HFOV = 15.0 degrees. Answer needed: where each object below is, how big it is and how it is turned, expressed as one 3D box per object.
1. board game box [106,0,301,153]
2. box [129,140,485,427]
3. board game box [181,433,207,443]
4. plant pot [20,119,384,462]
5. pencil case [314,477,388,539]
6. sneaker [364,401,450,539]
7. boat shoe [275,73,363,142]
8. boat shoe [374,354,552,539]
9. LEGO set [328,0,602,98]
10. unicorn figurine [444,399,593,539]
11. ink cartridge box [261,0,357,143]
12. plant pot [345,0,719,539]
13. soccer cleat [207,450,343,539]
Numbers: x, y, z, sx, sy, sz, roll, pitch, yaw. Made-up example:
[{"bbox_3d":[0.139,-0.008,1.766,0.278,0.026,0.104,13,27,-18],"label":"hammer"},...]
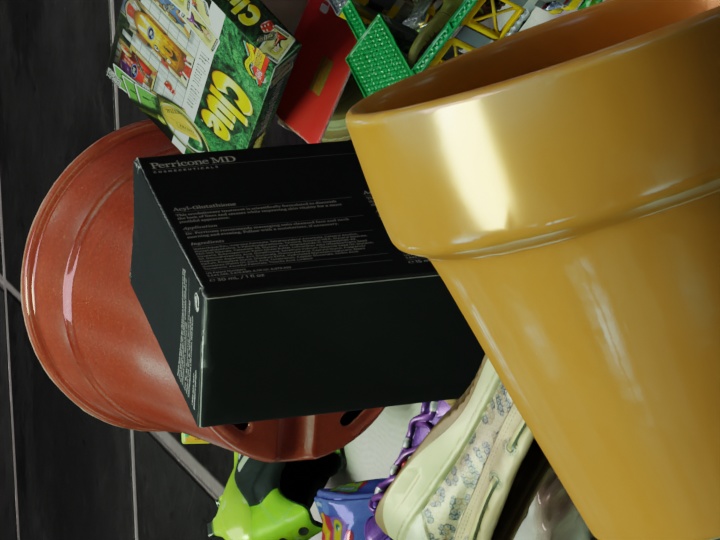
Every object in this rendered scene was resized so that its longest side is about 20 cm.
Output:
[{"bbox_3d":[-0.087,-0.113,1.466,0.105,0.023,0.200,44,160,6],"label":"board game box"},{"bbox_3d":[0.000,0.000,1.333,0.141,0.199,0.079,-119,29,-53],"label":"box"},{"bbox_3d":[-0.104,0.044,1.878,0.200,0.030,0.096,-91,0,-76],"label":"board game box"},{"bbox_3d":[-0.075,0.020,1.628,0.195,0.200,0.202,22,116,61],"label":"plant pot"},{"bbox_3d":[0.026,0.209,1.513,0.078,0.087,0.201,-7,89,54],"label":"pencil case"},{"bbox_3d":[0.042,0.110,1.428,0.081,0.083,0.201,-150,57,-69],"label":"sneaker"},{"bbox_3d":[-0.031,-0.122,1.619,0.201,0.073,0.063,-125,21,-55],"label":"boat shoe"},{"bbox_3d":[0.085,0.065,1.258,0.063,0.073,0.200,46,121,18],"label":"boat shoe"},{"bbox_3d":[0.066,-0.132,1.299,0.154,0.116,0.200,-57,35,15],"label":"LEGO set"},{"bbox_3d":[0.090,0.158,1.331,0.200,0.074,0.138,47,132,41],"label":"unicorn figurine"},{"bbox_3d":[-0.029,-0.186,1.509,0.201,0.045,0.176,-66,24,10],"label":"ink cartridge box"},{"bbox_3d":[0.117,-0.005,1.015,0.184,0.199,0.200,71,164,-8],"label":"plant pot"},{"bbox_3d":[-0.050,0.107,1.760,0.068,0.081,0.201,51,-154,-36],"label":"soccer cleat"}]
